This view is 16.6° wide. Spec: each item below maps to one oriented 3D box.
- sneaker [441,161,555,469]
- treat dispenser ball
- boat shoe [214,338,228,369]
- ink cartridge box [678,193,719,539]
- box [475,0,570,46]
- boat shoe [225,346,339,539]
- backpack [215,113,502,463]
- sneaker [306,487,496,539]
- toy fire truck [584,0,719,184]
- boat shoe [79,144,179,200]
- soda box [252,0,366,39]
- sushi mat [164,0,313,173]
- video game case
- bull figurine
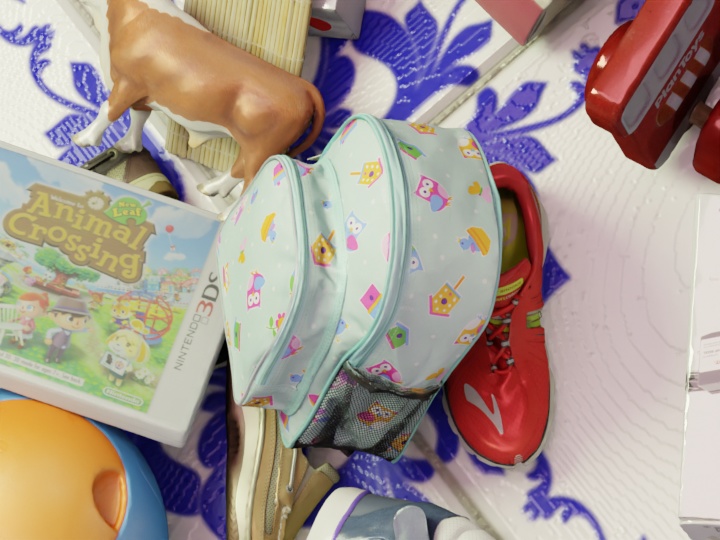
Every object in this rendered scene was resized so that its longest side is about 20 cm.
[{"bbox_3d":[0.086,0.027,1.597,0.076,0.085,0.202,-3,76,5],"label":"sneaker"},{"bbox_3d":[-0.223,0.176,1.592,0.199,0.201,0.202,-4,76,15],"label":"treat dispenser ball"},{"bbox_3d":[-0.139,0.033,1.677,0.199,0.062,0.075,-13,72,11],"label":"boat shoe"},{"bbox_3d":[0.248,0.067,1.515,0.084,0.145,0.202,2,78,16],"label":"ink cartridge box"},{"bbox_3d":[0.086,-0.269,1.625,0.200,0.109,0.128,45,81,3],"label":"box"},{"bbox_3d":[-0.051,0.139,1.625,0.076,0.072,0.202,1,85,-5],"label":"boat shoe"},{"bbox_3d":[0.000,0.000,1.546,0.200,0.152,0.177,-47,38,40],"label":"backpack"},{"bbox_3d":[0.019,0.245,1.570,0.146,0.081,0.201,16,76,23],"label":"sneaker"},{"bbox_3d":[0.219,-0.158,1.565,0.112,0.168,0.201,33,87,20],"label":"toy fire truck"},{"bbox_3d":[-0.223,-0.022,1.714,0.199,0.073,0.065,-28,66,-2],"label":"boat shoe"},{"bbox_3d":[-0.019,-0.267,1.712,0.063,0.068,0.201,8,79,17],"label":"soda box"},{"bbox_3d":[-0.080,-0.159,1.677,0.095,0.012,0.201,20,116,21],"label":"sushi mat"},{"bbox_3d":[-0.182,0.011,1.609,0.199,0.022,0.183,18,50,0],"label":"video game case"},{"bbox_3d":[-0.122,-0.122,1.658,0.199,0.065,0.122,29,106,13],"label":"bull figurine"}]
